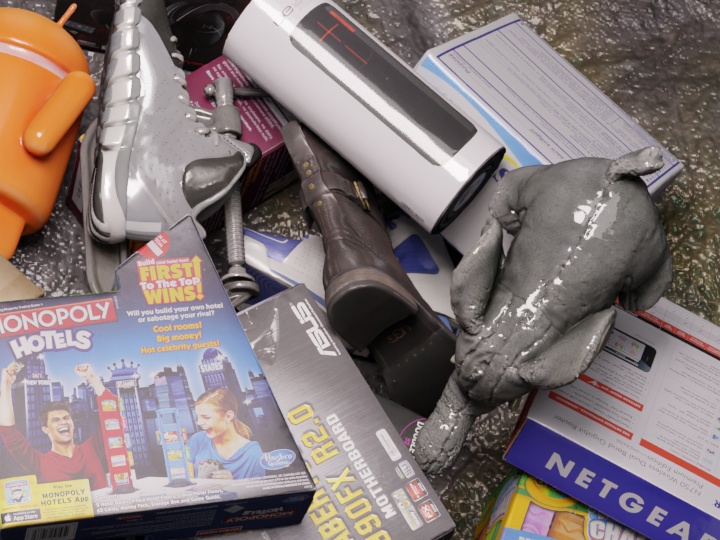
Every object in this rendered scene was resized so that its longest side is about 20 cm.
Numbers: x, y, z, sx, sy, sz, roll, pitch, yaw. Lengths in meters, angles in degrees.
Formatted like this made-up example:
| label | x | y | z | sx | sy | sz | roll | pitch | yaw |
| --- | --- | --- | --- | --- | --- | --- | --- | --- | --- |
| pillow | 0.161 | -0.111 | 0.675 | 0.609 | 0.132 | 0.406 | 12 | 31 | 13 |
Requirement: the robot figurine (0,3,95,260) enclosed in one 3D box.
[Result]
| label | x | y | z | sx | sy | sz | roll | pitch | yaw |
| --- | --- | --- | --- | --- | --- | --- | --- | --- | --- |
| robot figurine | -0.261 | -0.104 | 1.613 | 0.116 | 0.144 | 0.201 | 17 | 67 | -8 |

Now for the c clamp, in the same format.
| label | x | y | z | sx | sy | sz | roll | pitch | yaw |
| --- | --- | --- | --- | --- | --- | --- | --- | --- | --- |
| c clamp | -0.113 | -0.050 | 1.561 | 0.170 | 0.027 | 0.201 | 5 | 66 | -12 |

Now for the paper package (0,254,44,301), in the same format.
| label | x | y | z | sx | sy | sz | roll | pitch | yaw |
| --- | --- | --- | --- | --- | --- | --- | --- | --- | --- |
| paper package | -0.321 | 0.075 | 1.489 | 0.103 | 0.191 | 0.200 | 40 | 65 | 3 |

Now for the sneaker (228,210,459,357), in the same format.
| label | x | y | z | sx | sy | sz | roll | pitch | yaw |
| --- | --- | --- | --- | --- | --- | --- | --- | --- | --- |
| sneaker | 0.001 | 0.000 | 1.666 | 0.198 | 0.081 | 0.116 | 21 | 60 | -11 |

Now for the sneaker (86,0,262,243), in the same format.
| label | x | y | z | sx | sy | sz | roll | pitch | yaw |
| --- | --- | --- | --- | --- | --- | --- | --- | --- | --- |
| sneaker | -0.123 | -0.109 | 1.543 | 0.115 | 0.075 | 0.201 | 8 | 75 | -10 |

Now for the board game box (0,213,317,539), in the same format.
| label | x | y | z | sx | sy | sz | roll | pitch | yaw |
| --- | --- | --- | --- | --- | --- | --- | --- | --- | --- |
| board game box | -0.145 | 0.069 | 1.414 | 0.199 | 0.062 | 0.201 | -5 | 64 | -16 |

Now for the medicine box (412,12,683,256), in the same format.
| label | x | y | z | sx | sy | sz | roll | pitch | yaw |
| --- | --- | --- | --- | --- | --- | --- | --- | --- | --- |
| medicine box | 0.120 | -0.083 | 1.657 | 0.182 | 0.103 | 0.200 | 43 | 27 | 8 |

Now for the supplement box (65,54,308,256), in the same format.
| label | x | y | z | sx | sy | sz | roll | pitch | yaw |
| --- | --- | --- | --- | --- | --- | --- | --- | --- | --- |
| supplement box | -0.111 | -0.091 | 1.655 | 0.199 | 0.110 | 0.086 | -33 | 78 | -24 |

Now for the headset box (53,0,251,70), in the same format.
| label | x | y | z | sx | sy | sz | roll | pitch | yaw |
| --- | --- | --- | --- | --- | --- | --- | --- | --- | --- |
| headset box | -0.146 | -0.238 | 1.663 | 0.148 | 0.200 | 0.078 | 11 | 64 | -9 |

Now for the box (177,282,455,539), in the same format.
| label | x | y | z | sx | sy | sz | roll | pitch | yaw |
| --- | --- | --- | --- | --- | --- | --- | --- | --- | --- |
| box | -0.056 | 0.128 | 1.467 | 0.158 | 0.048 | 0.201 | -25 | 72 | -22 |

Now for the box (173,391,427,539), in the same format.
| label | x | y | z | sx | sy | sz | roll | pitch | yaw |
| --- | --- | --- | --- | --- | --- | --- | --- | --- | --- |
| box | -0.062 | 0.177 | 1.540 | 0.148 | 0.124 | 0.201 | 25 | 62 | 0 |

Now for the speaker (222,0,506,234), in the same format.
| label | x | y | z | sx | sy | sz | roll | pitch | yaw |
| --- | --- | --- | --- | --- | --- | --- | --- | --- | --- |
| speaker | 0.001 | -0.118 | 1.543 | 0.200 | 0.081 | 0.081 | 41 | 64 | 9 |

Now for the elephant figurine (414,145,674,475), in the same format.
| label | x | y | z | sx | sy | sz | roll | pitch | yaw |
| --- | --- | --- | --- | --- | --- | --- | --- | --- | --- |
| elephant figurine | 0.114 | 0.029 | 1.454 | 0.141 | 0.156 | 0.200 | 13 | 55 | 41 |

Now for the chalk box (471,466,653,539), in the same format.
| label | x | y | z | sx | sy | sz | roll | pitch | yaw |
| --- | --- | --- | --- | --- | --- | --- | --- | --- | --- |
| chalk box | 0.141 | 0.212 | 1.572 | 0.123 | 0.125 | 0.201 | 23 | 62 | -2 |

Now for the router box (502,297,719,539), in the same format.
| label | x | y | z | sx | sy | sz | roll | pitch | yaw |
| --- | --- | --- | --- | --- | --- | --- | --- | --- | --- |
| router box | 0.218 | 0.106 | 1.564 | 0.199 | 0.049 | 0.180 | 28 | 43 | 2 |

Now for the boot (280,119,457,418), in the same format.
| label | x | y | z | sx | sy | sz | roll | pitch | yaw |
| --- | --- | --- | --- | --- | --- | --- | --- | --- | --- |
| boot | 0.017 | -0.001 | 1.573 | 0.069 | 0.200 | 0.175 | -28 | 44 | 11 |

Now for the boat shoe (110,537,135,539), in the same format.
| label | x | y | z | sx | sy | sz | roll | pitch | yaw |
| --- | --- | --- | --- | --- | --- | --- | --- | --- | --- |
| boat shoe | -0.193 | 0.129 | 1.531 | 0.060 | 0.074 | 0.201 | 6 | 44 | -23 |
